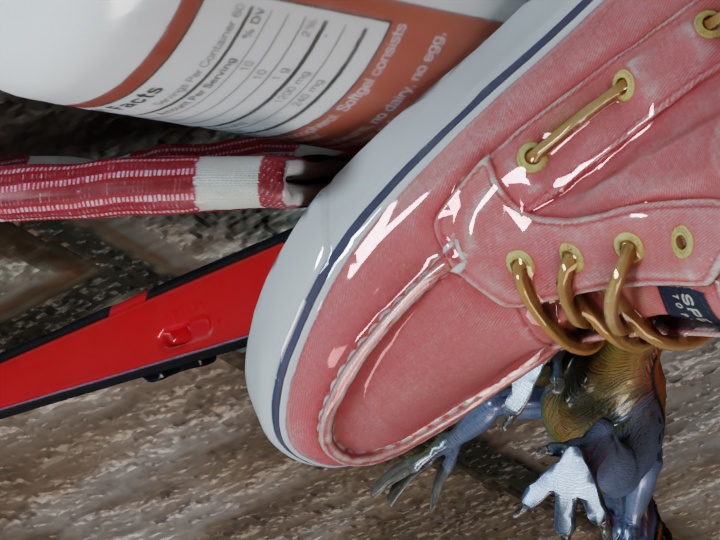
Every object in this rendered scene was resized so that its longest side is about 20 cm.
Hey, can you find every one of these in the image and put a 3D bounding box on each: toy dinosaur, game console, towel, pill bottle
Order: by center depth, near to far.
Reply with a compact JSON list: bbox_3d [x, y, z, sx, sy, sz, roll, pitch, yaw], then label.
[{"bbox_3d":[-0.036,-0.090,0.696,0.200,0.112,0.112,8,143,-36],"label":"pill bottle"},{"bbox_3d":[-0.104,-0.023,0.757,0.200,0.023,0.144,-2,-177,10],"label":"towel"},{"bbox_3d":[0.000,0.000,0.849,0.177,0.031,0.200,-23,177,38],"label":"game console"},{"bbox_3d":[0.101,0.063,1.071,0.200,0.105,0.181,-42,164,19],"label":"toy dinosaur"}]

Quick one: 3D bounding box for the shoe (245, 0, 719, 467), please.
[{"bbox_3d":[0.056,-0.007,0.677,0.071,0.091,0.200,25,114,-44],"label":"shoe"}]
